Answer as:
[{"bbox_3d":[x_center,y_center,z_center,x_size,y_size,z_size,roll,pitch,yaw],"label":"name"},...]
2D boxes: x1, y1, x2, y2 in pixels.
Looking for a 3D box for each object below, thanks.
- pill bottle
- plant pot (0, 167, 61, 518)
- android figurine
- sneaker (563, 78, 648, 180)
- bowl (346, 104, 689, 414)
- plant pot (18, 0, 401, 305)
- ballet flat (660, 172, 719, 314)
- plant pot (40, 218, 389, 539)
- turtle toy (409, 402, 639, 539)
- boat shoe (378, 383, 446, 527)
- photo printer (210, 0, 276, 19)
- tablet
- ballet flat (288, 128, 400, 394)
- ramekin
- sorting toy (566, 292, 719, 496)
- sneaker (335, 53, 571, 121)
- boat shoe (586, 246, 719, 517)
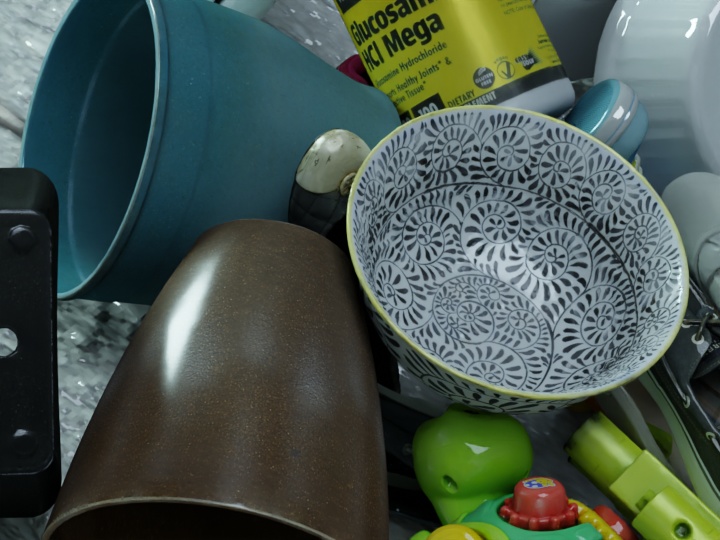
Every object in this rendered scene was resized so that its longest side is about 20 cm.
[{"bbox_3d":[0.044,-0.170,1.639,0.112,0.112,0.200,-24,86,-33],"label":"pill bottle"},{"bbox_3d":[-0.244,0.039,1.386,0.200,0.177,0.200,0,89,-19],"label":"plant pot"},{"bbox_3d":[0.196,0.163,1.488,0.041,0.182,0.200,-44,79,-2],"label":"android figurine"},{"bbox_3d":[0.170,-0.039,1.640,0.130,0.200,0.080,30,65,-2],"label":"sneaker"},{"bbox_3d":[0.078,0.013,1.493,0.200,0.094,0.201,9,52,-11],"label":"bowl"},{"bbox_3d":[-0.083,-0.066,1.588,0.188,0.200,0.200,11,46,-28],"label":"plant pot"},{"bbox_3d":[0.248,0.028,1.552,0.200,0.069,0.069,52,49,-9],"label":"ballet flat"},{"bbox_3d":[-0.064,0.080,1.434,0.187,0.187,0.200,13,59,-7],"label":"plant pot"},{"bbox_3d":[0.095,0.160,1.454,0.101,0.146,0.200,-44,69,-4],"label":"turtle toy"},{"bbox_3d":[-0.019,0.099,1.536,0.200,0.073,0.062,18,43,-9],"label":"boat shoe"},{"bbox_3d":[-0.077,-0.229,1.744,0.069,0.166,0.200,34,46,-15],"label":"photo printer"},{"bbox_3d":[0.186,-0.171,1.798,0.200,0.130,0.014,-12,63,-27],"label":"tablet"},{"bbox_3d":[0.000,0.000,1.531,0.066,0.200,0.057,-29,45,-22],"label":"ballet flat"},{"bbox_3d":[0.262,-0.121,1.727,0.200,0.098,0.201,-2,95,-28],"label":"ramekin"},{"bbox_3d":[0.234,0.096,1.609,0.200,0.107,0.180,-27,70,-34],"label":"sorting toy"},{"bbox_3d":[0.069,-0.093,1.730,0.200,0.075,0.081,4,49,-15],"label":"sneaker"},{"bbox_3d":[0.200,0.057,1.523,0.069,0.057,0.200,-17,72,-32],"label":"boat shoe"}]
